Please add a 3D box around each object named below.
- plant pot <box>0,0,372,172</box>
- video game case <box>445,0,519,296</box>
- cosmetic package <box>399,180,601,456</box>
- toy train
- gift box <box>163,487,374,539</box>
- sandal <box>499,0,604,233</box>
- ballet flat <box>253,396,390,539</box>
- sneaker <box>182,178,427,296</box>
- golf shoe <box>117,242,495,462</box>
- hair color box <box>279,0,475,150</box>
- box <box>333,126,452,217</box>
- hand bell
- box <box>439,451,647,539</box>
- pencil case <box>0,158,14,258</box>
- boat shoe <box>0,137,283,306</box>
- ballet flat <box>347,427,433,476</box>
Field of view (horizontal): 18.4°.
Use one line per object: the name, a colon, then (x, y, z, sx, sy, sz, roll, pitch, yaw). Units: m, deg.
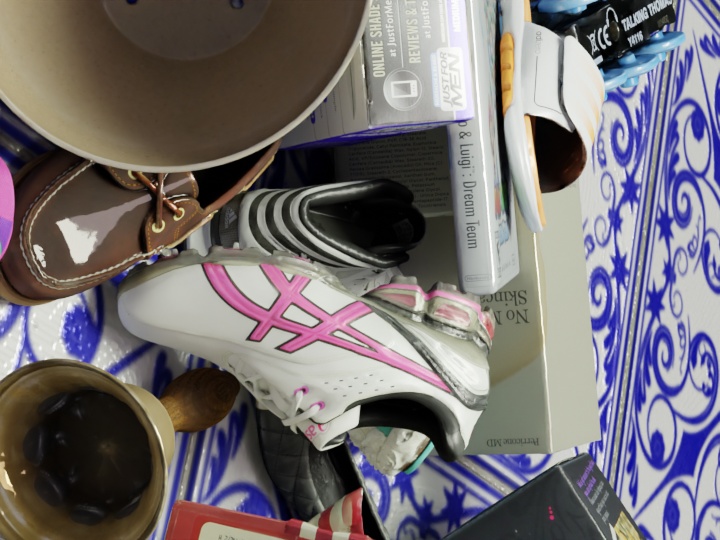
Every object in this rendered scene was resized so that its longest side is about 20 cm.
plant pot: (-0.092, -0.150, 1.097, 0.134, 0.200, 0.200, -84, 167, -86)
video game case: (0.068, -0.082, 1.260, 0.200, 0.024, 0.182, -20, 106, -82)
cosmetic package: (0.085, 0.015, 1.410, 0.073, 0.104, 0.200, -5, 90, -58)
toy train: (0.142, -0.161, 1.508, 0.200, 0.114, 0.087, -35, 112, -54)
gift box: (-0.003, 0.208, 1.128, 0.187, 0.184, 0.200, 50, 57, -69)
sandal: (0.115, -0.121, 1.328, 0.079, 0.059, 0.207, 73, 14, -58)
ballet flat: (-0.010, 0.127, 1.288, 0.066, 0.057, 0.200, -52, 126, -49)
sneaker: (0.000, 0.000, 1.264, 0.200, 0.115, 0.076, 24, 66, -55)
golf shoe: (-0.029, 0.043, 1.148, 0.073, 0.200, 0.092, 111, -12, -64)
hair color box: (-0.004, -0.125, 1.201, 0.065, 0.200, 0.109, -5, 92, -17)
box: (0.022, -0.130, 1.332, 0.068, 0.082, 0.200, -12, 99, -79)
hand bell: (-0.104, 0.078, 1.138, 0.200, 0.104, 0.104, -23, 107, -68)
box: (0.136, 0.228, 1.358, 0.200, 0.122, 0.106, 57, 14, 9)
pencil case: (-0.236, -0.047, 0.932, 0.200, 0.088, 0.088, 28, 64, -51)
boat shoe: (-0.112, -0.045, 1.135, 0.200, 0.070, 0.070, -43, 117, -50)
ballet flat: (0.013, 0.069, 1.283, 0.200, 0.072, 0.072, -114, -162, -87)
